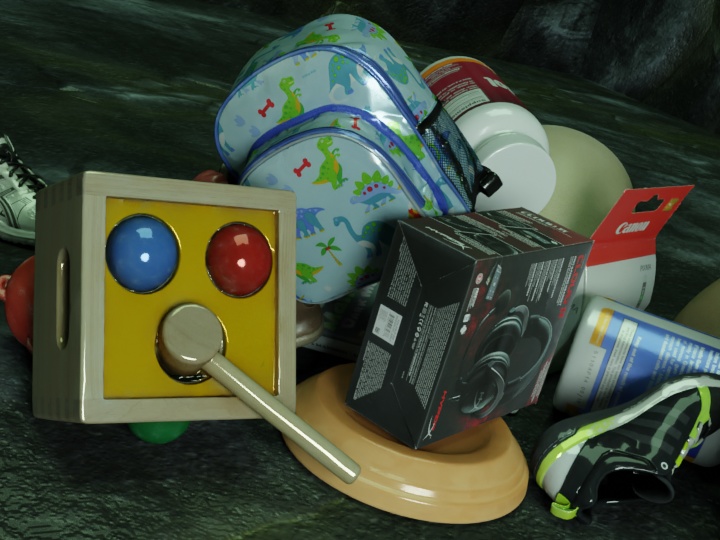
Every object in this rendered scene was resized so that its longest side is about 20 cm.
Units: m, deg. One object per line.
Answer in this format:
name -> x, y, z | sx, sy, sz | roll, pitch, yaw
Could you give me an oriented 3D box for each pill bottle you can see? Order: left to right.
pill bottle -> 0.119, -0.127, 1.116 | 0.112, 0.114, 0.200 | 9, 28, -20
pill bottle -> 0.280, 0.105, 0.995 | 0.198, 0.113, 0.112 | 21, 19, 14

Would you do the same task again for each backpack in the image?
backpack -> -0.016, -0.087, 0.893 | 0.182, 0.201, 0.147 | -24, 22, 27

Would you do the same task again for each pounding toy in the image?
pounding toy -> -0.112, 0.043, 0.766 | 0.183, 0.202, 0.142 | 3, -6, -33

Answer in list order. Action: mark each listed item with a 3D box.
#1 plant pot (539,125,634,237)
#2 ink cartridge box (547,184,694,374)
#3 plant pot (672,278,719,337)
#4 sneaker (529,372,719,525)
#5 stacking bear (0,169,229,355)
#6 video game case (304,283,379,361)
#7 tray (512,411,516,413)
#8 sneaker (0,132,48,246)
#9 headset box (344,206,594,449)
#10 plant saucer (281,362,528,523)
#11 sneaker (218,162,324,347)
plant pot -> 0.194, -0.036, 1.208 | 0.198, 0.202, 0.135 | 17, 31, 3
ink cartridge box -> 0.253, 0.009, 1.111 | 0.160, 0.201, 0.050 | -8, 49, -51
plant pot -> 0.416, 0.073, 1.166 | 0.198, 0.136, 0.201 | 14, 18, -4
sneaker -> 0.225, 0.147, 0.874 | 0.198, 0.072, 0.083 | -18, 46, -18
stacking bear -> -0.188, 0.009, 0.897 | 0.199, 0.114, 0.122 | -18, 73, -43
video game case -> 0.000, 0.000, 1.038 | 0.180, 0.024, 0.201 | 14, 46, 17
tray -> 0.065, 0.073, 1.055 | 0.198, 0.022, 0.107 | 21, 18, 14
sneaker -> -0.346, -0.088, 1.076 | 0.198, 0.088, 0.076 | 20, 17, 8
headset box -> 0.092, 0.036, 0.865 | 0.077, 0.150, 0.199 | 29, 22, 33
plant saucer -> 0.037, 0.122, 0.864 | 0.198, 0.038, 0.200 | 14, 19, -5
sneaker -> -0.091, -0.018, 0.988 | 0.070, 0.076, 0.200 | -19, 47, -16
